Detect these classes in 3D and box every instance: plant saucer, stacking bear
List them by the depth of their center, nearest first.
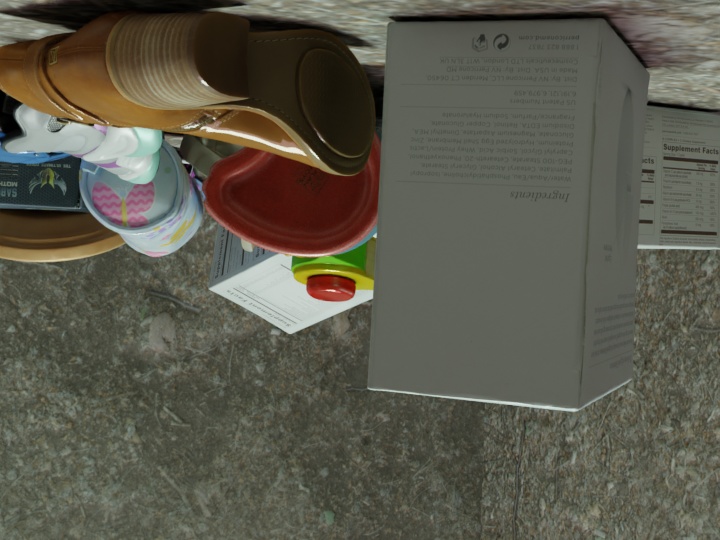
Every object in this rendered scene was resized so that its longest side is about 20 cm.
[{"bbox_3d":[-0.028,-0.068,0.986,0.114,0.122,0.200,37,-175,1],"label":"stacking bear"},{"bbox_3d":[-0.305,-0.073,1.329,0.199,0.038,0.200,2,-149,-1],"label":"plant saucer"}]

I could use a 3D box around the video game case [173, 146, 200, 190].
[{"bbox_3d":[-0.137,-0.093,1.411,0.199,0.036,0.181,16,-177,-37],"label":"video game case"}]

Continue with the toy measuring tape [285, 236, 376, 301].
[{"bbox_3d":[0.000,0.000,1.145,0.073,0.074,0.200,2,167,41],"label":"toy measuring tape"}]

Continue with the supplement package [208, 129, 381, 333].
[{"bbox_3d":[-0.032,-0.037,1.247,0.200,0.110,0.114,-24,138,38],"label":"supplement package"}]

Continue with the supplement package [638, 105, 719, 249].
[{"bbox_3d":[0.171,-0.074,1.107,0.155,0.111,0.200,1,180,-34],"label":"supplement package"}]

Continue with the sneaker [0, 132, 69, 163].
[{"bbox_3d":[-0.265,-0.109,0.965,0.078,0.066,0.200,10,-171,29],"label":"sneaker"}]

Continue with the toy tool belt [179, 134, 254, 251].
[{"bbox_3d":[-0.093,-0.078,1.146,0.124,0.124,0.200,2,-179,-3],"label":"toy tool belt"}]

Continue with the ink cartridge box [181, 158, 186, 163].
[{"bbox_3d":[-0.274,-0.125,1.229,0.199,0.044,0.198,5,-178,26],"label":"ink cartridge box"}]

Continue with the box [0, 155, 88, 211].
[{"bbox_3d":[-0.329,-0.080,1.189,0.199,0.051,0.158,2,-179,-1],"label":"box"}]

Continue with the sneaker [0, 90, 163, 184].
[{"bbox_3d":[-0.206,-0.110,0.921,0.139,0.078,0.200,4,171,-10],"label":"sneaker"}]

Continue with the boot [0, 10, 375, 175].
[{"bbox_3d":[-0.095,-0.103,0.770,0.154,0.074,0.200,1,168,34],"label":"boot"}]

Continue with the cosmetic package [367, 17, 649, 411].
[{"bbox_3d":[0.093,-0.030,0.782,0.122,0.201,0.199,2,180,19],"label":"cosmetic package"}]

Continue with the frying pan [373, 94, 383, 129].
[{"bbox_3d":[0.040,-0.118,1.059,0.114,0.031,0.190,4,-177,-10],"label":"frying pan"}]

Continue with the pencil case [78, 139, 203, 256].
[{"bbox_3d":[-0.181,-0.064,1.126,0.091,0.083,0.200,44,175,-1],"label":"pencil case"}]
